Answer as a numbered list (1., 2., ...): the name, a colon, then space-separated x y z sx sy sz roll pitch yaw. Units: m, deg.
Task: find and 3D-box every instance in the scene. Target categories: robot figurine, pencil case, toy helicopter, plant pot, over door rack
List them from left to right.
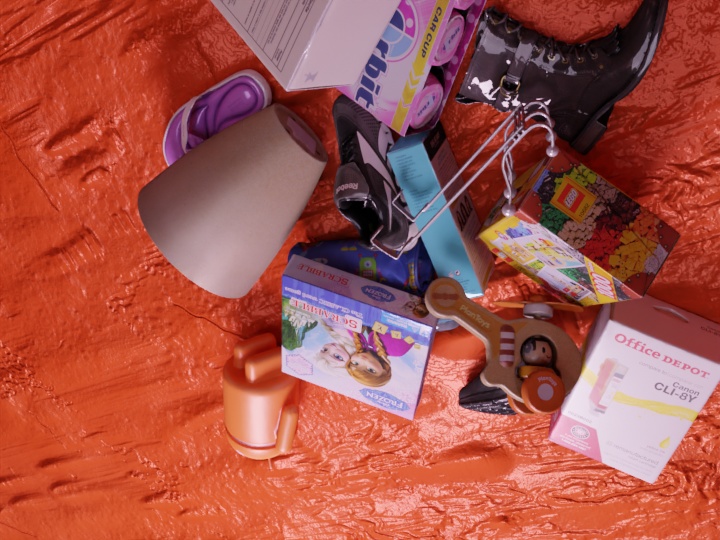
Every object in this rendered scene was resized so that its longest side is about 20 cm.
1. plant pot: -0.140 -0.103 0.979 0.200 0.188 0.187 -42 98 18
2. robot figurine: -0.146 0.195 1.168 0.142 0.117 0.203 13 122 14
3. pencil case: 0.000 0.000 1.022 0.197 0.078 0.088 -4 88 24
4. over door rack: 0.115 -0.086 0.802 0.199 0.148 0.067 -35 100 21
5. toy helicopter: 0.165 0.066 0.900 0.199 0.133 0.079 34 168 3

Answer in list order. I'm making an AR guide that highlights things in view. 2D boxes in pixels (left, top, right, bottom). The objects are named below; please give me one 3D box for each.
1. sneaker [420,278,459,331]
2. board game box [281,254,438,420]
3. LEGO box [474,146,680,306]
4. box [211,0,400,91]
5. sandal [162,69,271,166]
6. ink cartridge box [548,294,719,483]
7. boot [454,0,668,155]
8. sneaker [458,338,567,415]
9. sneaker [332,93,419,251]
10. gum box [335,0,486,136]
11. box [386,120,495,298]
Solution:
1. sneaker: 0.056 0.071 1.054 0.197 0.080 0.096 -6 127 33
2. board game box: -0.006 0.091 1.018 0.197 0.041 0.201 18 138 12
3. LEGO box: 0.220 -0.037 0.844 0.148 0.200 0.078 35 83 0
4. box: -0.070 -0.303 0.818 0.201 0.108 0.128 51 130 18
5. sandal: -0.197 -0.188 1.013 0.202 0.050 0.083 -36 101 33
6. ink cartridge box: 0.334 0.140 0.966 0.143 0.084 0.202 22 124 9
7. boot: 0.202 -0.227 0.820 0.172 0.069 0.201 30 127 3
8. sneaker: 0.198 0.135 1.028 0.075 0.092 0.199 15 153 -28
9. sneaker: 0.002 -0.112 0.923 0.066 0.090 0.203 -21 88 43
10. gum box: 0.056 -0.263 0.839 0.113 0.066 0.202 39 128 23
11. box: 0.100 -0.069 0.942 0.049 0.082 0.202 -15 111 27
